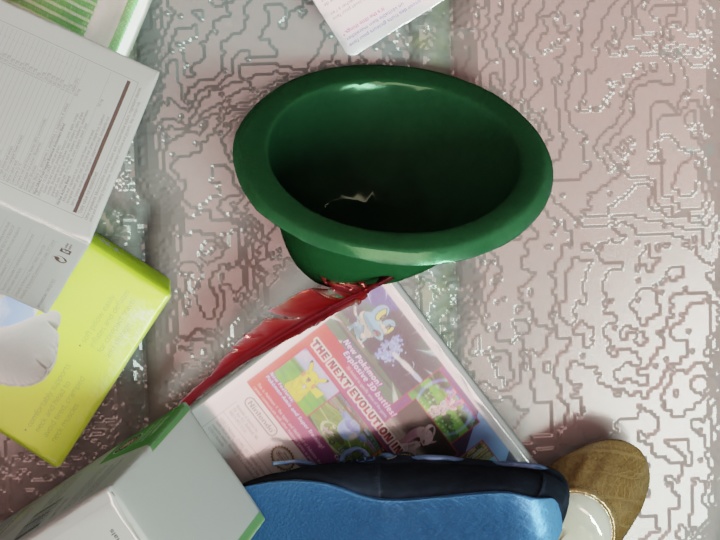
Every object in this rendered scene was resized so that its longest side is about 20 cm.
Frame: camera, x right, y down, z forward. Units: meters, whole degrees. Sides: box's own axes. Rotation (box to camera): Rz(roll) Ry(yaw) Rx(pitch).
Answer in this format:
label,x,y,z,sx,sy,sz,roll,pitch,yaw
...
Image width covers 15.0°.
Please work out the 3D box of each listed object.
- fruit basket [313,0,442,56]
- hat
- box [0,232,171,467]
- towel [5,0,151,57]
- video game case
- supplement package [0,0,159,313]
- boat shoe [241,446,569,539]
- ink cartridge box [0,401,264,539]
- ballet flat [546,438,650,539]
label,x,y,z,sx,sy,sz,roll,pitch,yaw
fruit basket,0.018,-0.249,1.488,0.185,0.094,0.200,-33,108,3
hat,0.000,0.000,1.536,0.200,0.166,0.176,9,131,4
box,-0.220,0.005,1.527,0.200,0.048,0.122,32,94,-8
towel,-0.218,-0.162,1.513,0.200,0.023,0.153,21,98,-6
video game case,0.000,0.126,1.571,0.182,0.023,0.200,-37,98,3
supplement package,-0.226,-0.081,1.437,0.200,0.110,0.114,25,63,-8
boat shoe,0.022,0.141,1.523,0.200,0.069,0.084,3,111,21
ink cartridge box,-0.167,0.174,1.480,0.200,0.145,0.088,-32,97,19
ballet flat,0.084,0.170,1.533,0.200,0.072,0.068,-34,98,2
